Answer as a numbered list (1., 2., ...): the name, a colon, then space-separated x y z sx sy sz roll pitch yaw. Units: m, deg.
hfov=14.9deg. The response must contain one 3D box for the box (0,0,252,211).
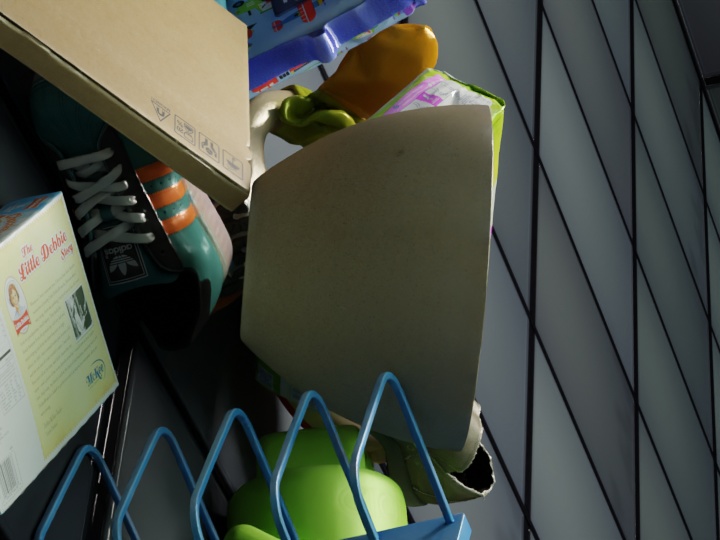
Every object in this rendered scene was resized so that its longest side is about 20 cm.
1. box: -0.140 -0.142 1.574 0.200 0.021 0.164 36 31 -29

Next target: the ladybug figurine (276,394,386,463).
1. ladybug figurine: -0.021 0.042 1.882 0.135 0.072 0.201 -1 65 -36

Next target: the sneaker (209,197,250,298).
1. sneaker: -0.110 -0.077 1.712 0.090 0.078 0.201 -74 149 -64

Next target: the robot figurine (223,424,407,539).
1. robot figurine: -0.025 0.201 1.734 0.176 0.115 0.201 72 13 -65

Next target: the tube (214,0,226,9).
1. tube: -0.116 -0.200 1.766 0.200 0.077 0.051 -91 -163 -61

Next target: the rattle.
1. rattle: -0.024 -0.055 1.798 0.131 0.142 0.200 63 35 -21

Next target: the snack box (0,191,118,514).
1. snack box: -0.185 0.041 1.436 0.200 0.037 0.117 -53 130 -69

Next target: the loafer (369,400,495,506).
1. loafer: 0.046 0.088 1.768 0.200 0.069 0.075 67 33 -56

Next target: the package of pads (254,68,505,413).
1. package of pads: 0.014 -0.022 1.783 0.200 0.068 0.155 -43 151 -36

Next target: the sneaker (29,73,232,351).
1. sneaker: -0.134 -0.034 1.605 0.200 0.071 0.080 56 32 -41

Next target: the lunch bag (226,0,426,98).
1. lunch bag: -0.036 -0.164 1.779 0.094 0.150 0.200 63 3 -22

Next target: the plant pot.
1. plant pot: 0.000 0.000 1.588 0.200 0.134 0.201 -176 -90 -88

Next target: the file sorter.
1. file sorter: -0.060 0.150 1.504 0.139 0.199 0.123 -70 143 -61
